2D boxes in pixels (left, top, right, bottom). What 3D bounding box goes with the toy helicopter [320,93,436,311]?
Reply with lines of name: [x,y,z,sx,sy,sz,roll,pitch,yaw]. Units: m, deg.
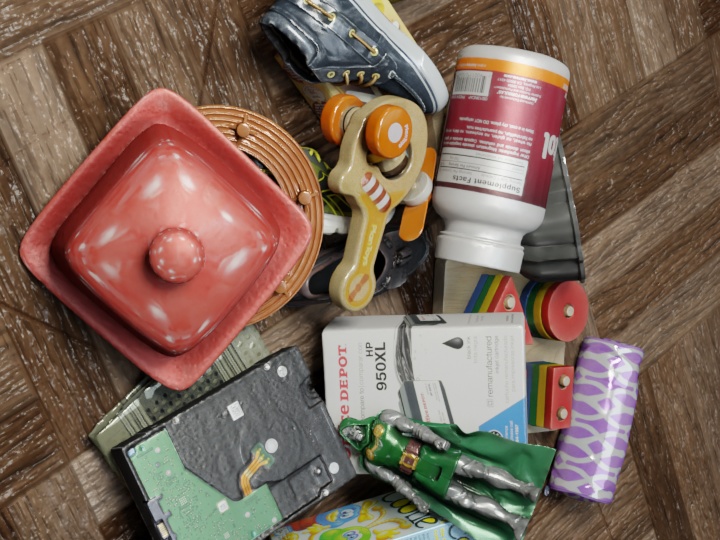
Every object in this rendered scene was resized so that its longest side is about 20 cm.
toy helicopter: [0.017,-0.060,1.144,0.131,0.078,0.203,9,97,-47]

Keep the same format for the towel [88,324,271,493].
towel: [-0.140,0.159,1.163,0.192,0.034,0.202,-42,120,-24]

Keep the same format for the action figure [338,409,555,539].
action figure: [0.069,0.184,1.145,0.055,0.197,0.120,-15,125,-73]

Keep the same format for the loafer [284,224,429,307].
loafer: [0.000,0.000,1.231,0.198,0.063,0.073,-15,104,-36]

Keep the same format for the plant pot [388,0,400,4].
plant pot: [0.054,-0.389,1.151,0.193,0.199,0.198,35,74,-35]

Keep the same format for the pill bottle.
pill bottle: [0.130,-0.105,1.179,0.112,0.112,0.204,9,92,-38]

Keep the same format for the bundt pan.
bundt pan: [0.185,-0.080,1.312,0.074,0.202,0.205,-12,107,8]

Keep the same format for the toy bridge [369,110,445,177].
toy bridge: [0.074,-0.130,1.229,0.198,0.027,0.068,-23,112,-32]

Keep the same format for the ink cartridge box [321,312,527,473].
ink cartridge box: [0.065,0.121,1.209,0.084,0.196,0.147,-38,126,-80]

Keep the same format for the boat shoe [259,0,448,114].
boat shoe: [-0.007,-0.194,1.140,0.200,0.071,0.091,43,73,-26]

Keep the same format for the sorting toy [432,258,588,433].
sorting toy: [0.173,0.088,1.373,0.198,0.069,0.203,1,94,-38]

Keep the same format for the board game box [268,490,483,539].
board game box: [0.021,0.292,1.208,0.197,0.103,0.107,-14,105,-12]

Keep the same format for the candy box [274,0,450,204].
candy box: [0.016,-0.178,1.232,0.116,0.055,0.201,-51,123,-21]

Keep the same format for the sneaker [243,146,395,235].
sneaker: [-0.045,-0.080,1.177,0.198,0.074,0.086,-4,102,-38]

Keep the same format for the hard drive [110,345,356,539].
hard drive: [-0.112,0.175,1.120,0.199,0.038,0.141,-30,97,-32]

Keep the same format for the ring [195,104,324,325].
ring: [-0.128,-0.046,1.103,0.197,0.019,0.204,-2,98,-12]

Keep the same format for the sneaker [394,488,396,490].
sneaker: [0.088,0.223,1.321,0.104,0.075,0.204,-7,106,-40]

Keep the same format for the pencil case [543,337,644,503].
pencil case: [0.282,0.180,1.463,0.085,0.083,0.203,28,77,-72]

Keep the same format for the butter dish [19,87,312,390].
butter dish: [-0.155,-0.020,1.015,0.199,0.148,0.201,42,87,-13]
